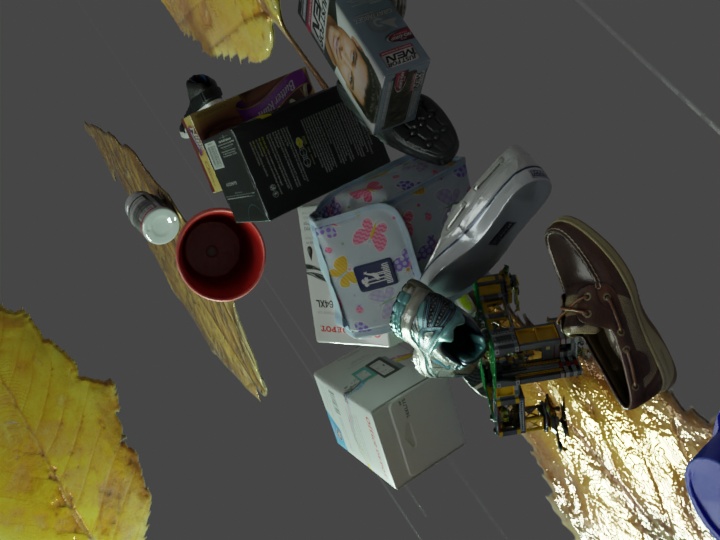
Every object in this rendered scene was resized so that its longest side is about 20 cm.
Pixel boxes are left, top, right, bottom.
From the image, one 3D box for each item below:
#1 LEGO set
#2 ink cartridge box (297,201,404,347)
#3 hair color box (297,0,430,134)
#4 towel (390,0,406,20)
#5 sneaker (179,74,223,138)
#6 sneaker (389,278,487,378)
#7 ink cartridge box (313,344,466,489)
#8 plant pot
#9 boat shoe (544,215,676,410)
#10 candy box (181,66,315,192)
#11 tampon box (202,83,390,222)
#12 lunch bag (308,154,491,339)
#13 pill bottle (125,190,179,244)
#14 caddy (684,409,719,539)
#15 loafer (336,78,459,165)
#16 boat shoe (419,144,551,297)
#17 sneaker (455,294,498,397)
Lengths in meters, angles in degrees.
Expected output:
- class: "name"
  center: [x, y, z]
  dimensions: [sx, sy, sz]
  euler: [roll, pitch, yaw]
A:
- class: "LEGO set"
  center: [0.201, 0.096, 0.949]
  dimensions: [0.154, 0.114, 0.202]
  euler: [-96, -3, -61]
- class: "ink cartridge box"
  center: [0.000, 0.000, 1.162]
  dimensions: [0.145, 0.084, 0.203]
  euler: [0, 101, 41]
- class: "hair color box"
  center: [-0.002, -0.267, 0.931]
  dimensions: [0.201, 0.060, 0.099]
  euler: [60, 161, 22]
- class: "towel"
  center: [0.014, -0.363, 0.923]
  dimensions: [0.150, 0.030, 0.201]
  euler: [56, 159, 24]
- class: "sneaker"
  center: [-0.322, -0.334, 1.651]
  dimensions: [0.199, 0.073, 0.113]
  euler: [2, 114, 56]
- class: "sneaker"
  center: [0.102, 0.086, 0.914]
  dimensions: [0.086, 0.078, 0.200]
  euler: [25, 170, 33]
- class: "ink cartridge box"
  center: [0.046, 0.224, 1.339]
  dimensions: [0.199, 0.145, 0.148]
  euler: [22, 134, 59]
- class: "plant pot"
  center: [-0.320, -0.041, 1.827]
  dimensions: [0.202, 0.199, 0.177]
  euler: [68, 166, -12]
- class: "boat shoe"
  center: [0.233, 0.043, 0.816]
  dimensions: [0.202, 0.071, 0.072]
  euler: [62, 158, 3]
- class: "candy box"
  center: [-0.150, -0.209, 1.219]
  dimensions: [0.056, 0.199, 0.118]
  euler: [3, 118, 64]
- class: "tampon box"
  center: [-0.090, -0.164, 1.136]
  dimensions: [0.149, 0.199, 0.128]
  euler: [3, 118, 63]
- class: "lunch bag"
  center: [0.045, -0.028, 0.989]
  dimensions: [0.127, 0.198, 0.171]
  euler: [26, 137, 56]
- class: "pill bottle"
  center: [-0.625, -0.162, 2.449]
  dimensions: [0.200, 0.113, 0.115]
  euler: [34, 145, 51]
- class: "caddy"
  center: [0.361, 0.180, 0.649]
  dimensions: [0.200, 0.104, 0.142]
  euler: [51, 133, 29]
- class: "loafer"
  center: [0.048, -0.183, 0.998]
  dimensions: [0.200, 0.068, 0.071]
  euler: [41, 171, 34]
- class: "boat shoe"
  center: [0.127, -0.049, 0.897]
  dimensions: [0.200, 0.073, 0.066]
  euler: [-48, 50, 30]
- class: "sneaker"
  center: [0.138, 0.079, 1.099]
  dimensions: [0.201, 0.077, 0.080]
  euler: [60, 178, 21]
